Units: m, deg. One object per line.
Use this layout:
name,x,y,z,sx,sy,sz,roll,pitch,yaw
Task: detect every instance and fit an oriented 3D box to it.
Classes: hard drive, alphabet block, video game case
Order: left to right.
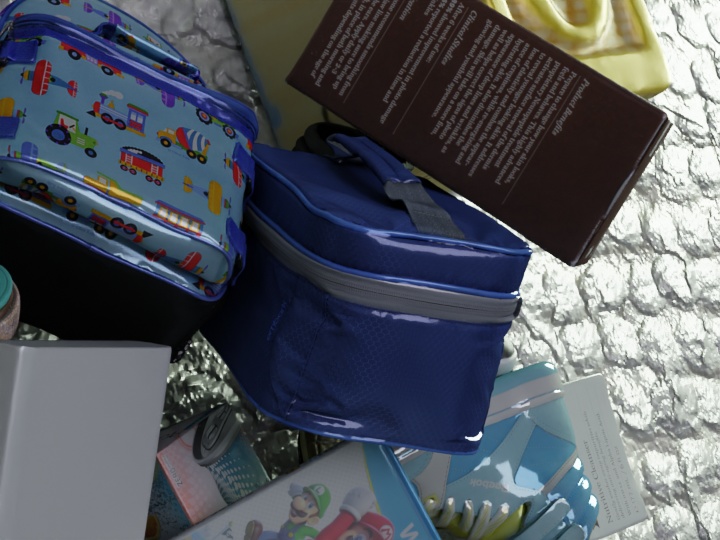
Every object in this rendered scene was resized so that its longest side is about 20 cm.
hard drive,-0.145,0.134,0.777,0.132,0.026,0.201,6,92,-66
video game case,-0.044,0.191,0.862,0.199,0.018,0.144,-29,95,-5
alphabet block,0.057,-0.165,1.107,0.196,0.200,0.196,-17,85,-50

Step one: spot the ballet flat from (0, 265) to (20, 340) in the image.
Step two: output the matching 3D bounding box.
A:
ballet flat,-0.257,-0.005,0.777,0.199,0.067,0.068,30,45,5

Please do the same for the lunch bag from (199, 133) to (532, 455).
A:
lunch bag,0.000,0.000,0.894,0.135,0.200,0.133,11,104,-25

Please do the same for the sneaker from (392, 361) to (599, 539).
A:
sneaker,0.064,0.142,0.951,0.199,0.079,0.131,-21,84,-33

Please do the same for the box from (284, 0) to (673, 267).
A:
box,0.069,-0.097,0.937,0.200,0.100,0.075,34,9,12

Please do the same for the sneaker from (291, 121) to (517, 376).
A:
sneaker,0.024,-0.018,1.009,0.200,0.099,0.071,33,27,11

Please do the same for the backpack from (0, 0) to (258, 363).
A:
backpack,-0.144,-0.068,0.879,0.182,0.135,0.201,28,42,-21

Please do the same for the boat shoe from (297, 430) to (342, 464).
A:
boat shoe,-0.002,0.171,0.981,0.071,0.066,0.201,7,45,-36

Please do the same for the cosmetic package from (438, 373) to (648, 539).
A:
cosmetic package,0.094,0.143,1.091,0.200,0.081,0.113,-12,81,-49

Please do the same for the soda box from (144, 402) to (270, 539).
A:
soda box,-0.066,0.181,0.913,0.068,0.063,0.201,-34,99,-49
